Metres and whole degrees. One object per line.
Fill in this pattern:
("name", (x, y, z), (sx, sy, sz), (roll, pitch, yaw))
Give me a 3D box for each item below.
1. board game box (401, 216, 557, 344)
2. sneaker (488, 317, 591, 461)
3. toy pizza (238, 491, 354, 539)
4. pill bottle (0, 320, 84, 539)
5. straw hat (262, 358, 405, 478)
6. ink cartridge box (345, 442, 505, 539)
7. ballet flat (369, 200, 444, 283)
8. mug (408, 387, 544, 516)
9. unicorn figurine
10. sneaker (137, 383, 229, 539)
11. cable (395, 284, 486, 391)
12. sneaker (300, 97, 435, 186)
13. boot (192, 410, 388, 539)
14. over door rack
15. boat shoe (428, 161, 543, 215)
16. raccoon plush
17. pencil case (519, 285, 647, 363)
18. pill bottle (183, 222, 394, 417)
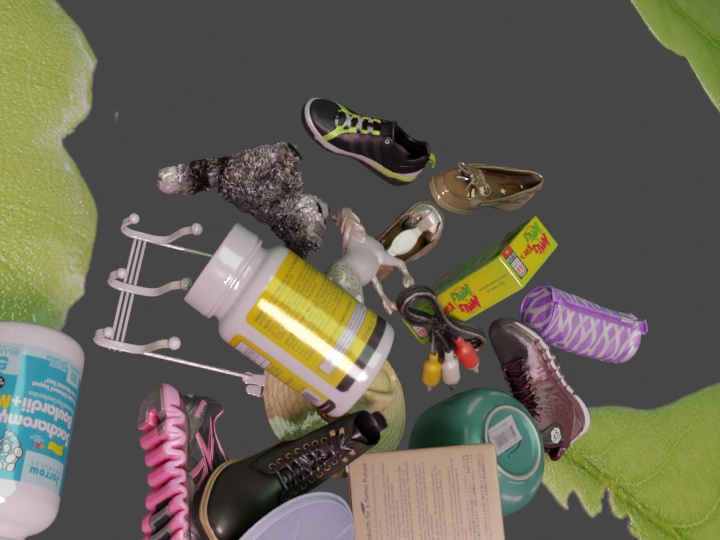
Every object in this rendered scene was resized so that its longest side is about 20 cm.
("board game box", (0.146, 0.016, 1.085), (0.048, 0.199, 0.101), (50, 49, -3))
("sneaker", (0.224, 0.168, 1.151), (0.201, 0.075, 0.115), (51, 52, -4))
("toy pizza", (-0.084, 0.295, 0.819), (0.199, 0.203, 0.032), (-21, 38, -41))
("pill bottle", (-0.309, 0.154, 0.746), (0.109, 0.111, 0.203), (16, 59, -28))
("straw hat", (-0.006, 0.134, 0.991), (0.199, 0.085, 0.204), (16, 59, -29))
("ink cartridge box", (0.073, 0.293, 0.912), (0.162, 0.075, 0.204), (-5, 73, 5))
("ballet flat", (0.070, -0.047, 1.150), (0.068, 0.067, 0.200), (50, 49, -4))
("mug", (0.146, 0.234, 1.031), (0.151, 0.114, 0.187), (26, 54, -23))
("unicorn figurine", (0.000, 0.000, 1.024), (0.138, 0.073, 0.200), (51, 24, -8))
("sneaker", (-0.164, 0.214, 0.853), (0.095, 0.078, 0.203), (14, 60, -43))
("cable", (0.104, 0.079, 1.031), (0.096, 0.201, 0.051), (-23, 55, 1))
("sneaker", (0.016, -0.190, 1.173), (0.198, 0.083, 0.073), (25, 54, -24))
("boot", (-0.064, 0.192, 0.839), (0.078, 0.137, 0.200), (60, 23, -1))
("over door rack", (-0.174, 0.033, 0.934), (0.198, 0.066, 0.150), (21, 57, -26))
("boat shoe", (0.186, -0.129, 1.278), (0.198, 0.063, 0.074), (-7, 72, -38))
("raccoon plush", (-0.133, -0.068, 1.030), (0.197, 0.097, 0.136), (-13, 88, -9))
("pencil case", (0.327, 0.080, 1.261), (0.197, 0.085, 0.085), (14, 61, -29))
("pill bottle", (-0.073, 0.049, 0.881), (0.199, 0.114, 0.115), (37, 51, -8))
